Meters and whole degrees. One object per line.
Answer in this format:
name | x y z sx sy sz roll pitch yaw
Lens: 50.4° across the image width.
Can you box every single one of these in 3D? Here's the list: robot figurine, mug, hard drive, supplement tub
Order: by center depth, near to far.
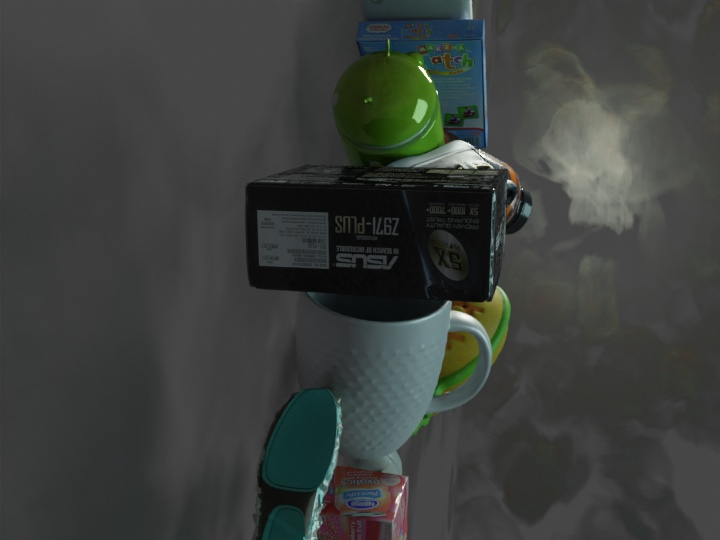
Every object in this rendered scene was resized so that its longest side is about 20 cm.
mug | 0.033 0.089 0.757 0.148 0.197 0.177 -103 -164 -61
robot figurine | 0.034 -0.158 0.851 0.200 0.114 0.177 67 38 -63
hard drive | 0.075 -0.279 0.955 0.201 0.130 0.027 72 26 -59
supplement tub | 0.142 -0.112 1.028 0.198 0.106 0.108 20 70 -33

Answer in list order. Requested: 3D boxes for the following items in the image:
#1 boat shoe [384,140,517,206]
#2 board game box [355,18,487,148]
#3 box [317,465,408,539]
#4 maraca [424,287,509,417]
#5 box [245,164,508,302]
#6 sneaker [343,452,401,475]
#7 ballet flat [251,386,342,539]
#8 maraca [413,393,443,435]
boat shoe | 0.081 -0.073 0.798 0.199 0.091 0.071 -31 149 -36
board game box | 0.084 -0.230 0.970 0.201 0.149 0.037 71 25 -60
box | -0.002 0.344 0.895 0.095 0.101 0.203 -51 145 -67
maraca | 0.090 0.089 0.880 0.200 0.137 0.107 -48 120 -13
box | 0.022 -0.039 0.655 0.164 0.197 0.087 -45 137 -71
sneaker | 0.013 0.293 0.967 0.085 0.072 0.202 -75 165 -49
ballet flat | -0.065 0.202 0.680 0.072 0.071 0.203 58 44 -69
maraca | 0.084 0.144 1.026 0.138 0.106 0.201 -52 149 -22
